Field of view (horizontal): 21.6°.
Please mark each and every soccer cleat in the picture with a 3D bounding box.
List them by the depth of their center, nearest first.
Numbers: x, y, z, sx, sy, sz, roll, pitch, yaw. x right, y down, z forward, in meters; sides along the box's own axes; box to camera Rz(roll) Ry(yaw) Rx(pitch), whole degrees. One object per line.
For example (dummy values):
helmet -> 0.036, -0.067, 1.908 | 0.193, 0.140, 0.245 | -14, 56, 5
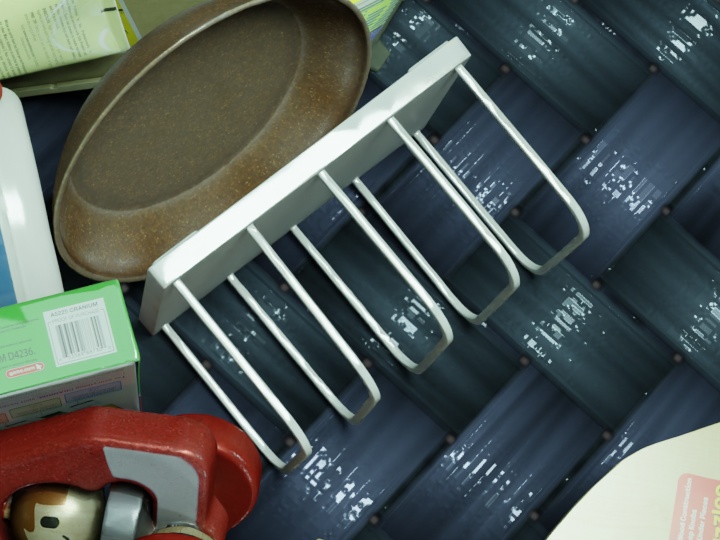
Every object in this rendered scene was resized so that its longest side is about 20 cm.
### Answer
soccer cleat -> 0.001, -0.181, 1.079 | 0.084, 0.065, 0.200 | 33, 76, -11

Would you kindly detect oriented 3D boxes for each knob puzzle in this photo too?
knob puzzle -> 0.189, 0.179, 1.027 | 0.219, 0.030, 0.220 | 1, 76, -6

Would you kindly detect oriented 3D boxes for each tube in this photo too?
tube -> -0.222, -0.116, 0.972 | 0.200, 0.058, 0.052 | -12, 102, -1

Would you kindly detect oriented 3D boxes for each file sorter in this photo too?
file sorter -> 0.000, 0.000, 1.000 | 0.200, 0.139, 0.125 | -38, 85, -14

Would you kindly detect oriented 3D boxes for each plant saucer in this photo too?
plant saucer -> -0.083, -0.077, 0.984 | 0.200, 0.200, 0.037 | -35, 67, -14

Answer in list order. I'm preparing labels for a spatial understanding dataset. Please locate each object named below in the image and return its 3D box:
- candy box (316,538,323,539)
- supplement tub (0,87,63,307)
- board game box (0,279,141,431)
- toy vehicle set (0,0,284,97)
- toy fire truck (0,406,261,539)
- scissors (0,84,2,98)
candy box -> 0.025, 0.220, 0.923 | 0.116, 0.200, 0.055 | -56, 131, -16
supplement tub -> -0.259, -0.007, 0.967 | 0.200, 0.145, 0.145 | -12, 77, -10
board game box -> -0.185, 0.066, 0.928 | 0.153, 0.200, 0.040 | -14, 76, -10
toy vehicle set -> -0.150, -0.143, 1.000 | 0.200, 0.124, 0.027 | -6, 60, 8
toy fire truck -> -0.138, 0.151, 0.922 | 0.168, 0.200, 0.112 | 6, 36, -1
scissors -> -0.278, -0.075, 0.933 | 0.200, 0.014, 0.073 | -3, 35, 8
